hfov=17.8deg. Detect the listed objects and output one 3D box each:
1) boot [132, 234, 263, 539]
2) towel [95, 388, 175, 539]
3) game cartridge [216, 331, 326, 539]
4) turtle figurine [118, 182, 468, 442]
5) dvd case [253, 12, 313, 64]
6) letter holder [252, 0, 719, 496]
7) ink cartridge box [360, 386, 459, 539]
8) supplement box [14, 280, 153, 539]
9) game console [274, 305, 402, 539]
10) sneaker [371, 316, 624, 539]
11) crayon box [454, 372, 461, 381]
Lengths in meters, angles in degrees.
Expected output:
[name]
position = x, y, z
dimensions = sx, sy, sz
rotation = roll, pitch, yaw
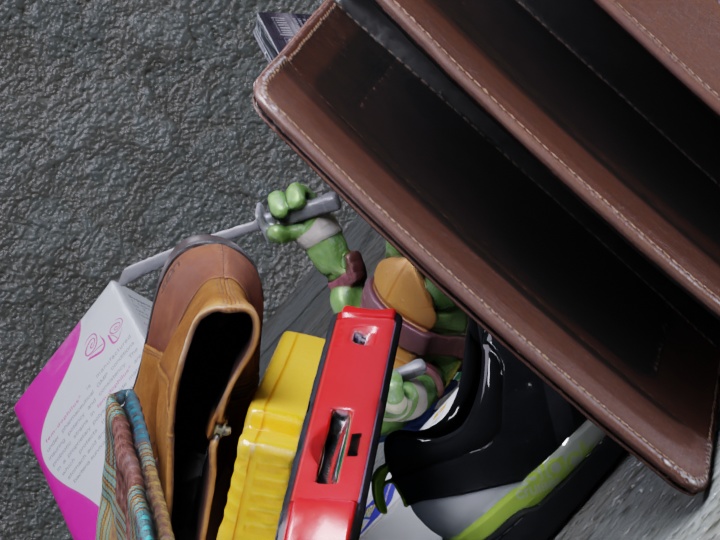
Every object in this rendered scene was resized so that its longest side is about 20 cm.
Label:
[boot]
position = -0.068, 0.089, 0.981
dimensions = 0.200, 0.068, 0.190
rotation = -120, 46, -77
[towel]
position = -0.097, 0.168, 0.920
dimensions = 0.147, 0.022, 0.202
rotation = -120, 34, -65
[game cartridge]
position = -0.049, 0.139, 0.971
dimensions = 0.176, 0.032, 0.202
rotation = -71, -9, -81
[turtle figurine]
position = 0.000, 0.000, 1.143
dimensions = 0.195, 0.199, 0.144
rotation = -61, 12, 21
[dvd case]
position = 0.061, -0.080, 1.099
dimensions = 0.149, 0.198, 0.016
rotation = -118, 33, -53
[letter holder]
position = 0.077, -0.042, 0.773
dimensions = 0.101, 0.200, 0.142
rotation = -46, 5, 25
[ink cartridge box]
position = -0.009, 0.146, 1.102
dimensions = 0.200, 0.037, 0.095
rotation = -45, 6, 18
[supplement box]
position = -0.104, 0.112, 1.278
dimensions = 0.101, 0.103, 0.200
rotation = -50, 39, 12
[game console]
position = -0.018, 0.124, 0.875
dimensions = 0.200, 0.031, 0.178
rotation = -75, -5, -63
[sneaker]
position = 0.082, 0.026, 0.900
dimensions = 0.200, 0.083, 0.072
rotation = -50, 5, -5
[crayon box]
position = 0.107, -0.023, 1.279
dimensions = 0.127, 0.051, 0.200
rotation = -53, 5, -33
